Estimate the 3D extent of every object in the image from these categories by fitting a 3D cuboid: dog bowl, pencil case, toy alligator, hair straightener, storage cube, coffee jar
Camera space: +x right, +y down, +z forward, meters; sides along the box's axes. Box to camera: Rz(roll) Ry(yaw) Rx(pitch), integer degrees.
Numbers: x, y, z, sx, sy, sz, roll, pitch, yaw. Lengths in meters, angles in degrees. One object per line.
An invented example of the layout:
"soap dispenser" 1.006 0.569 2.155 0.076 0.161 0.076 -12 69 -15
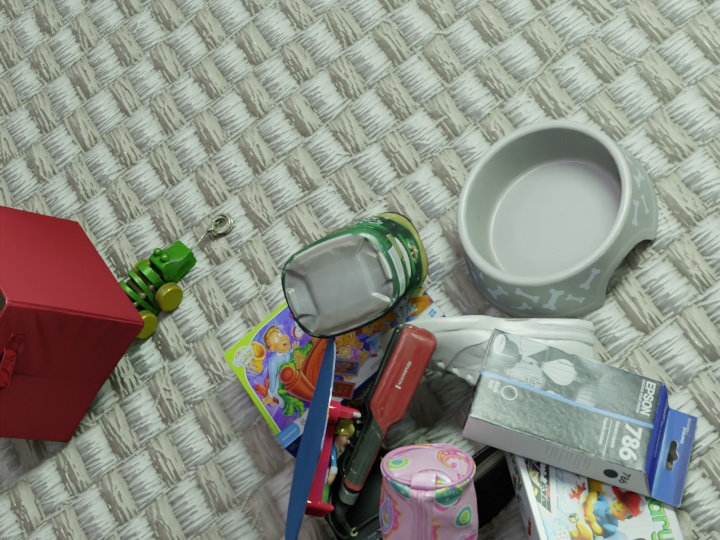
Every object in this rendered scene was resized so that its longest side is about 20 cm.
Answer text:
"dog bowl" 0.181 -0.054 1.631 0.198 0.059 0.202 -12 59 21
"pencil case" 0.057 0.249 1.457 0.087 0.087 0.202 15 115 32
"toy alligator" -0.215 0.004 1.798 0.200 0.054 0.059 -48 55 -3
"hair straightener" 0.014 0.143 1.537 0.041 0.077 0.202 19 90 -10
"storage cube" -0.359 0.054 1.739 0.172 0.179 0.200 -55 52 20
"coffee jar" 0.000 0.000 1.558 0.103 0.200 0.086 -22 92 13

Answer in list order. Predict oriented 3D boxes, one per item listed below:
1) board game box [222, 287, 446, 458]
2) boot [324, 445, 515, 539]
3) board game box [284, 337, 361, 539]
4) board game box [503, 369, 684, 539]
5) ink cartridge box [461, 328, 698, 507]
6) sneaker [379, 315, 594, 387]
"board game box" -0.021 0.072 1.673 0.200 0.045 0.135 -40 54 2
"boot" 0.045 0.185 1.566 0.203 0.074 0.154 -40 51 1
"board game box" -0.028 0.161 1.504 0.039 0.202 0.158 11 30 -6
"board game box" 0.197 0.185 1.477 0.125 0.035 0.201 -6 57 -13
"ink cartridge box" 0.194 0.126 1.473 0.198 0.039 0.100 18 53 3
"sneaker" 0.115 0.088 1.565 0.198 0.075 0.090 0 83 8
